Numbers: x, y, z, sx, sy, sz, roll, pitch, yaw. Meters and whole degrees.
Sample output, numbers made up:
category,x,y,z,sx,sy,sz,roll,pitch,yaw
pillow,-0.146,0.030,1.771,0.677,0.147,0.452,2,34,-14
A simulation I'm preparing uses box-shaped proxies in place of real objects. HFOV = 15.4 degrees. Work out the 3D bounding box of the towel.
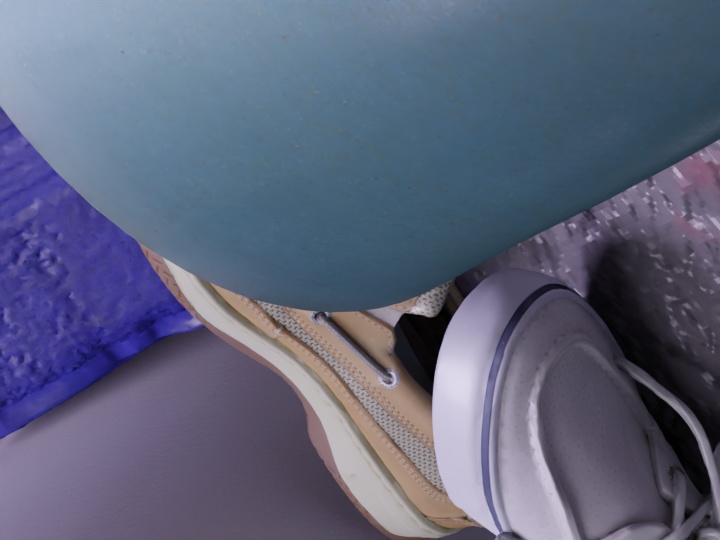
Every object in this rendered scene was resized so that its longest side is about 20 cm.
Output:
category,x,y,z,sx,sy,sz,roll,pitch,yaw
towel,-0.130,-0.046,0.863,0.147,0.050,0.200,-27,116,14

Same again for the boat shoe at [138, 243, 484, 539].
category,x,y,z,sx,sy,sz,roll,pitch,yaw
boat shoe,0.000,0.000,0.815,0.076,0.072,0.200,-13,129,39

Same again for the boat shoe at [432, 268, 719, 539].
category,x,y,z,sx,sy,sz,roll,pitch,yaw
boat shoe,0.088,0.082,0.799,0.086,0.075,0.202,18,145,36

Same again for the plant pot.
category,x,y,z,sx,sy,sz,roll,pitch,yaw
plant pot,0.033,-0.109,0.500,0.161,0.201,0.201,-20,116,40

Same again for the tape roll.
category,x,y,z,sx,sy,sz,roll,pitch,yaw
tape roll,-0.049,0.122,0.948,0.202,0.139,0.203,29,148,20
